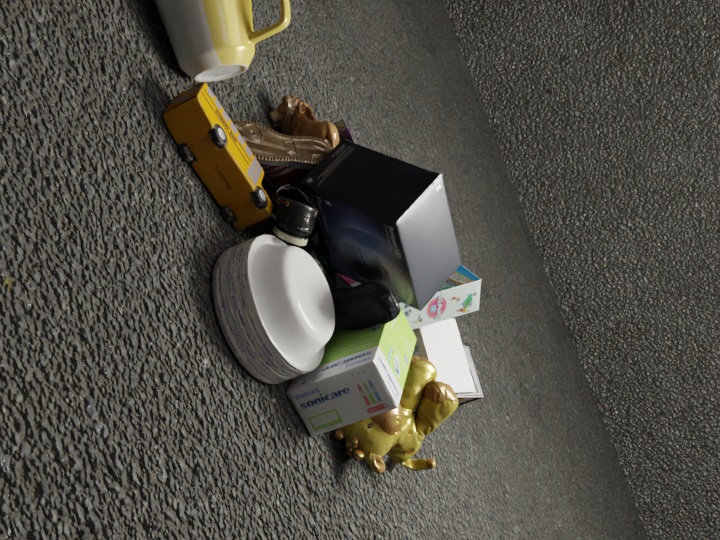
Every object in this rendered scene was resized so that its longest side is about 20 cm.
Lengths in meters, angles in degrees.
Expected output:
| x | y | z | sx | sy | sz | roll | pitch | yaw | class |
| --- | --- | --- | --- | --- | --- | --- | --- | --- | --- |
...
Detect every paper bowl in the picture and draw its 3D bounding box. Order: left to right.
| x | y | z | sx | sy | sz | roll | pitch | yaw | class |
| --- | --- | --- | --- | --- | --- | --- | --- | --- | --- |
| -0.108 | 0.047 | 1.331 | 0.201 | 0.104 | 0.202 | 53 | 26 | -39 | paper bowl |

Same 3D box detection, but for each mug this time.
| x | y | z | sx | sy | sz | roll | pitch | yaw | class |
| --- | --- | --- | --- | --- | --- | --- | --- | --- | --- |
| -0.210 | -0.366 | 1.398 | 0.149 | 0.186 | 0.155 | -12 | 89 | -42 | mug |

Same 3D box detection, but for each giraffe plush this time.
| x | y | z | sx | sy | sz | roll | pitch | yaw | class |
| --- | --- | --- | --- | --- | --- | --- | --- | --- | --- |
| 0.032 | 0.230 | 1.482 | 0.162 | 0.171 | 0.202 | 4 | 100 | -56 | giraffe plush |

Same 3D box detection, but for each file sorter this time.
| x | y | z | sx | sy | sz | roll | pitch | yaw | class |
| --- | --- | --- | --- | --- | --- | --- | --- | --- | --- |
| 0.100 | 0.165 | 1.702 | 0.200 | 0.124 | 0.140 | 15 | 57 | -65 | file sorter |

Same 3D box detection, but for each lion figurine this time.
| x | y | z | sx | sy | sz | roll | pitch | yaw | class |
| --- | --- | --- | --- | --- | --- | --- | --- | --- | --- |
| -0.077 | -0.225 | 1.618 | 0.072 | 0.199 | 0.124 | -10 | 110 | -38 | lion figurine |

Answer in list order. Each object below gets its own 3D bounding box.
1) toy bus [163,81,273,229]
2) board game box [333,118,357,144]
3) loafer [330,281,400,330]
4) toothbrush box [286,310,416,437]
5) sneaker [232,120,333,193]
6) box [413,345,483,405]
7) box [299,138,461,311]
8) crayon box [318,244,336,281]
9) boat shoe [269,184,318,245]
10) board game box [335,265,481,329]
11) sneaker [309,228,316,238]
| x | y | z | sx | sy | sz | roll | pitch | yaw | class |
| --- | --- | --- | --- | --- | --- | --- | --- | --- | --- |
| -0.197 | -0.159 | 1.366 | 0.201 | 0.065 | 0.079 | 57 | 22 | -26 | toy bus |
| 0.014 | -0.157 | 1.680 | 0.201 | 0.032 | 0.120 | 59 | 10 | -33 | board game box |
| -0.009 | 0.059 | 1.398 | 0.070 | 0.200 | 0.068 | -36 | 103 | -25 | loafer |
| -0.009 | 0.138 | 1.429 | 0.087 | 0.145 | 0.200 | 62 | 21 | -17 | toothbrush box |
| -0.150 | -0.169 | 1.511 | 0.198 | 0.112 | 0.072 | 8 | 59 | -32 | sneaker |
| 0.178 | 0.211 | 1.944 | 0.200 | 0.060 | 0.118 | 15 | 56 | -66 | box |
| 0.033 | -0.071 | 1.497 | 0.123 | 0.197 | 0.201 | -48 | 141 | -26 | box |
| 0.000 | 0.000 | 1.719 | 0.201 | 0.051 | 0.126 | 55 | 24 | -30 | crayon box |
| -0.101 | -0.094 | 1.445 | 0.073 | 0.064 | 0.201 | 18 | 12 | -14 | boat shoe |
| 0.078 | 0.034 | 1.608 | 0.147 | 0.198 | 0.065 | 40 | -43 | 50 | board game box |
| -0.085 | -0.111 | 1.607 | 0.088 | 0.074 | 0.200 | 44 | 30 | -1 | sneaker |
